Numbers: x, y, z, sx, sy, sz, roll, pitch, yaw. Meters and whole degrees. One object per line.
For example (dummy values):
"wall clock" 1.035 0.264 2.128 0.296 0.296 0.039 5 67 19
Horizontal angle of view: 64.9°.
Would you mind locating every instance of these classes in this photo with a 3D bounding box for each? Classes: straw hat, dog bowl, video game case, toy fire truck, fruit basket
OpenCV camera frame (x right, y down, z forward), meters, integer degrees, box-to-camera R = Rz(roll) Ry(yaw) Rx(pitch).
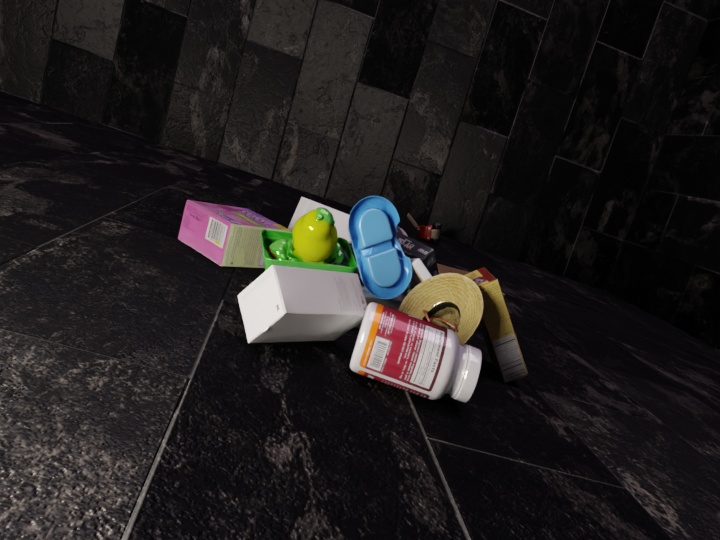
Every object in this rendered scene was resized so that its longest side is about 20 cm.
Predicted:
"straw hat" 0.158 0.113 1.092 0.199 0.202 0.086 31 -15 50
"dog bowl" 0.034 -0.045 1.147 0.108 0.207 0.049 -17 5 -14
"video game case" 0.160 0.062 1.233 0.203 0.023 0.182 56 -4 -3
"toy fire truck" 0.334 -0.227 3.024 0.192 0.134 0.176 8 10 10
"fruit basket" -0.104 -0.052 1.160 0.209 0.221 0.157 14 25 -21

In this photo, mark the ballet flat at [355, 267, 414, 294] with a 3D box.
"ballet flat" 0.072 0.028 1.305 0.199 0.070 0.068 41 27 -20

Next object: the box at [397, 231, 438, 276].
"box" 0.126 0.012 1.385 0.043 0.204 0.158 -36 41 -23

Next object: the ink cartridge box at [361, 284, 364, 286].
"ink cartridge box" -0.084 0.031 1.290 0.197 0.046 0.173 27 13 36

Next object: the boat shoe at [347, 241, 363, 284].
"boat shoe" 0.000 0.000 1.362 0.201 0.072 0.062 56 14 -56

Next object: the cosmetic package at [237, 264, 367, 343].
"cosmetic package" -0.089 0.059 0.930 0.196 0.106 0.087 9 56 -49

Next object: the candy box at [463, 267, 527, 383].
"candy box" 0.271 0.107 1.148 0.055 0.206 0.117 -19 11 4

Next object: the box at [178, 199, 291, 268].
"box" -0.295 -0.084 1.342 0.173 0.100 0.197 26 13 34

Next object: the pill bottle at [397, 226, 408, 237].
"pill bottle" 0.059 -0.072 1.540 0.111 0.118 0.199 22 12 20

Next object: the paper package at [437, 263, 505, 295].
"paper package" 0.259 0.063 1.548 0.194 0.107 0.190 14 14 -27

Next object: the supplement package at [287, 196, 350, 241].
"supplement package" -0.093 -0.098 1.587 0.194 0.123 0.122 21 -15 11

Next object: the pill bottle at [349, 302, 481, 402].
"pill bottle" 0.088 0.136 0.904 0.193 0.117 0.113 19 11 1

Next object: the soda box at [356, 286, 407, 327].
"soda box" 0.031 0.079 1.186 0.196 0.071 0.063 9 15 -43
